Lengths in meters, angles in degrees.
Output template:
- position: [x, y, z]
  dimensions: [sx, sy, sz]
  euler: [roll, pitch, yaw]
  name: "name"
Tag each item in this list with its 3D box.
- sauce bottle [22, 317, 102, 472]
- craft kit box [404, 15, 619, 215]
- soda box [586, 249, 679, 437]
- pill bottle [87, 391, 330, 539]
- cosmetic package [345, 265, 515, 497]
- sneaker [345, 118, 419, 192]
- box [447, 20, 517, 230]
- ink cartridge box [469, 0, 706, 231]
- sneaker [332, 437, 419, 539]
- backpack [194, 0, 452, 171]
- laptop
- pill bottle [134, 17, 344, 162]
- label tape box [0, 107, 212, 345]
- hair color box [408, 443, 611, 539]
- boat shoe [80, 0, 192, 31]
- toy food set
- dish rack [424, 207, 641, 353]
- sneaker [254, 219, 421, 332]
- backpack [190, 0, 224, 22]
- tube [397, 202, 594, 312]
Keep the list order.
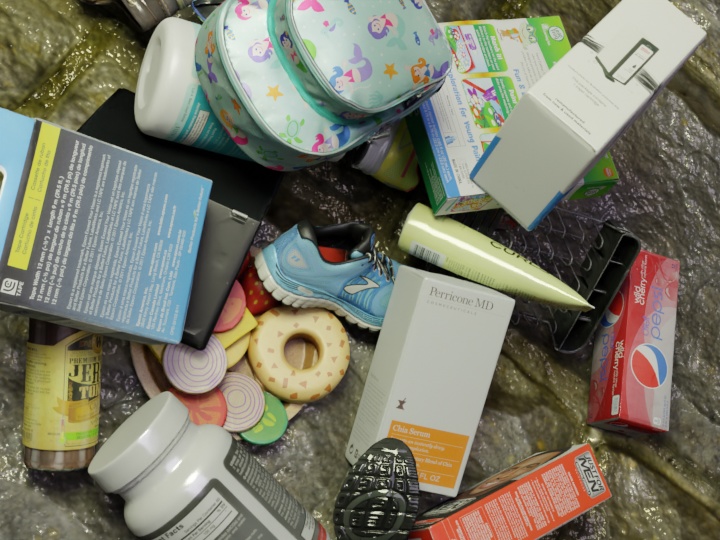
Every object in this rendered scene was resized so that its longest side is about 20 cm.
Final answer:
- position: [-0.253, 0.068, 0.880]
  dimensions: [0.064, 0.065, 0.201]
  euler: [1, 95, -23]
  name: "sauce bottle"
- position: [0.141, -0.162, 1.045]
  dimensions: [0.197, 0.049, 0.201]
  euler: [-8, 70, -18]
  name: "craft kit box"
- position: [0.306, 0.080, 1.154]
  dimensions: [0.070, 0.063, 0.201]
  euler: [17, 70, -18]
  name: "soda box"
- position: [-0.128, 0.206, 0.885]
  dimensions: [0.200, 0.116, 0.116]
  euler: [48, 62, -13]
  name: "pill bottle"
- position: [0.066, 0.106, 0.994]
  dimensions: [0.101, 0.071, 0.201]
  euler: [14, 95, -19]
  name: "cosmetic package"
- position: [0.062, -0.170, 1.121]
  dimensions: [0.090, 0.078, 0.201]
  euler: [36, 70, -19]
  name: "sneaker"
- position: [0.148, -0.157, 1.134]
  dimensions: [0.099, 0.095, 0.201]
  euler: [11, 71, -18]
  name: "box"
- position: [0.210, -0.152, 0.957]
  dimensions: [0.084, 0.146, 0.200]
  euler: [42, 60, 7]
  name: "ink cartridge box"
- position: [0.012, 0.249, 0.945]
  dimensions: [0.076, 0.091, 0.201]
  euler: [12, 93, 7]
  name: "sneaker"
- position: [-0.033, -0.186, 0.884]
  dimensions: [0.200, 0.150, 0.178]
  euler: [-34, 101, -21]
  name: "backpack"
- position: [-0.189, -0.055, 0.971]
  dimensions: [0.187, 0.116, 0.201]
  euler: [24, 86, -4]
  name: "laptop"
- position: [-0.106, -0.161, 0.983]
  dimensions: [0.199, 0.111, 0.111]
  euler: [13, 70, -25]
  name: "pill bottle"
- position: [-0.230, -0.031, 0.824]
  dimensions: [0.199, 0.066, 0.144]
  euler: [17, 77, -33]
  name: "label tape box"
- position: [0.136, 0.240, 1.012]
  dimensions: [0.199, 0.101, 0.061]
  euler: [-20, 83, -28]
  name: "hair color box"
- position: [-0.249, -0.296, 0.985]
  dimensions: [0.200, 0.075, 0.073]
  euler: [37, 75, 26]
  name: "boat shoe"
- position: [-0.122, 0.067, 0.979]
  dimensions: [0.198, 0.049, 0.200]
  euler: [-37, 92, -28]
  name: "toy food set"
- position: [0.173, -0.004, 1.081]
  dimensions: [0.199, 0.154, 0.055]
  euler: [14, 26, -19]
  name: "dish rack"
- position: [0.000, 0.000, 1.002]
  dimensions: [0.199, 0.090, 0.079]
  euler: [12, 41, -39]
  name: "sneaker"
- position: [-0.078, -0.286, 1.052]
  dimensions: [0.199, 0.135, 0.184]
  euler: [-2, 74, -10]
  name: "backpack"
- position: [0.135, -0.004, 1.017]
  dimensions: [0.199, 0.052, 0.058]
  euler: [26, 40, 9]
  name: "tube"
